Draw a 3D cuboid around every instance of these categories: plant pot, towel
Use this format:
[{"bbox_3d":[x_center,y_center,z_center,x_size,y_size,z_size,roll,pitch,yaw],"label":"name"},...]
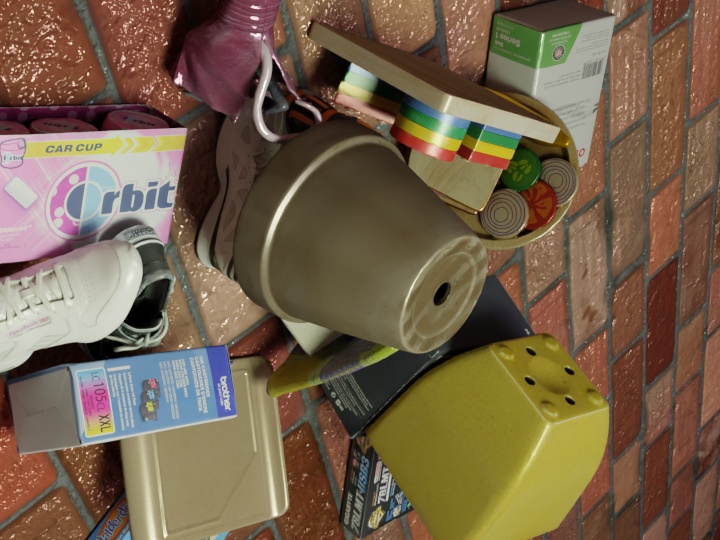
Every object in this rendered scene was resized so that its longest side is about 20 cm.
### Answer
[{"bbox_3d":[0.166,0.183,1.255,0.194,0.196,0.200,-7,141,-42],"label":"plant pot"},{"bbox_3d":[0.013,-0.015,1.002,0.200,0.173,0.200,-31,137,-33],"label":"plant pot"},{"bbox_3d":[-0.009,0.074,1.206,0.023,0.200,0.144,57,41,-14],"label":"towel"}]

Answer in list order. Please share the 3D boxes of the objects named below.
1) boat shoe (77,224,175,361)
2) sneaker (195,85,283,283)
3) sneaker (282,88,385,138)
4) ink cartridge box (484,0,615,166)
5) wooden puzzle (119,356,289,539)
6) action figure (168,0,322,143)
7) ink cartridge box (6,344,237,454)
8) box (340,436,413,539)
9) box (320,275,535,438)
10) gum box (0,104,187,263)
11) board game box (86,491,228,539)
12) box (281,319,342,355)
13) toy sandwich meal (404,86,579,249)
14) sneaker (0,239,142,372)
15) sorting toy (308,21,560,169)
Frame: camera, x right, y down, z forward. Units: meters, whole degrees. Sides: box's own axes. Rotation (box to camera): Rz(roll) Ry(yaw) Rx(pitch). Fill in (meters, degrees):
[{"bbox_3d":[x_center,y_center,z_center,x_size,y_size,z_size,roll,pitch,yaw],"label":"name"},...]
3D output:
[{"bbox_3d":[-0.211,0.042,1.014,0.074,0.068,0.199,-16,154,-38],"label":"boat shoe"},{"bbox_3d":[-0.090,-0.075,1.085,0.076,0.115,0.201,-5,118,-46],"label":"sneaker"},{"bbox_3d":[-0.009,-0.101,1.159,0.078,0.112,0.200,-51,143,-8],"label":"sneaker"},{"bbox_3d":[0.226,-0.221,1.361,0.146,0.084,0.200,-20,129,-38],"label":"ink cartridge box"},{"bbox_3d":[-0.172,0.194,1.191,0.200,0.037,0.185,-4,86,-44],"label":"wooden puzzle"},{"bbox_3d":[-0.103,-0.224,0.957,0.134,0.149,0.200,-16,140,-34],"label":"action figure"},{"bbox_3d":[-0.212,0.121,1.046,0.200,0.136,0.076,-2,81,-42],"label":"ink cartridge box"},{"bbox_3d":[0.067,0.253,1.535,0.198,0.050,0.200,-19,128,-38],"label":"box"},{"bbox_3d":[0.081,0.103,1.350,0.200,0.104,0.182,-3,144,-47],"label":"box"},{"bbox_3d":[-0.256,-0.077,0.940,0.200,0.066,0.114,-10,123,-45],"label":"gum box"},{"bbox_3d":[-0.232,0.309,1.245,0.200,0.045,0.152,-52,141,-8],"label":"board game box"},{"bbox_3d":[0.000,0.000,1.208,0.200,0.082,0.068,-34,126,-1],"label":"box"},{"bbox_3d":[0.152,-0.122,1.263,0.205,0.205,0.070,-61,170,3],"label":"toy sandwich meal"},{"bbox_3d":[-0.274,0.034,0.915,0.200,0.075,0.100,-27,166,12],"label":"sneaker"},{"bbox_3d":[0.067,-0.170,1.127,0.199,0.200,0.070,5,115,-49],"label":"sorting toy"}]
